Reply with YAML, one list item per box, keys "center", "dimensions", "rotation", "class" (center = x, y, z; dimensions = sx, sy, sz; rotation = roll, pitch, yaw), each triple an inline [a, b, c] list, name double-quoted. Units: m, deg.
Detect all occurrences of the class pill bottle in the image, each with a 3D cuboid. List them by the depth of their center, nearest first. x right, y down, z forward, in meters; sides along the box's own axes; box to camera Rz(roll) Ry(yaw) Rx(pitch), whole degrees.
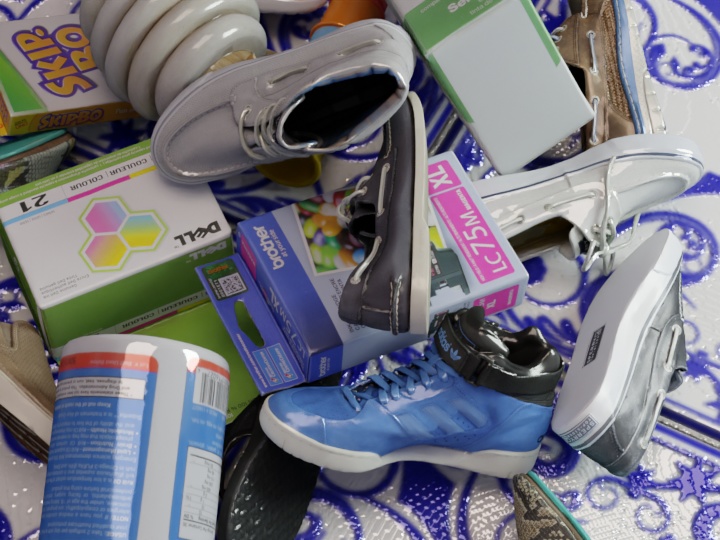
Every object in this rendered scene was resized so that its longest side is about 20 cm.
- center: [-0.146, 0.149, 1.239]
  dimensions: [0.111, 0.112, 0.202]
  rotation: [5, 75, 4]
  class: "pill bottle"

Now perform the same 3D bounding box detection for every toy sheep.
- center: [-0.135, -0.174, 1.415]
  dimensions: [0.138, 0.138, 0.200]
  rotation: [-40, 69, -23]
  class: "toy sheep"

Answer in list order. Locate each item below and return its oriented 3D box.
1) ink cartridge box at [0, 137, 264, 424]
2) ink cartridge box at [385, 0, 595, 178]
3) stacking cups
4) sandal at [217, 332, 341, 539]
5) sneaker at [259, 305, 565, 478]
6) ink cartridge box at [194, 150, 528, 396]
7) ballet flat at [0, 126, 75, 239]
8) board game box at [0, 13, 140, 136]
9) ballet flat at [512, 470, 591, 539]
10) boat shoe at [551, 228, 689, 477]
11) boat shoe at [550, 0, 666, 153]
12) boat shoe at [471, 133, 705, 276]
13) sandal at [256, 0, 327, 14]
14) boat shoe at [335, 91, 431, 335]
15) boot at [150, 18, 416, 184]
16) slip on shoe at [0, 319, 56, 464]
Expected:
- center: [-0.151, 0.019, 1.365]
  dimensions: [0.147, 0.076, 0.201]
  rotation: [-22, 57, -13]
  class: "ink cartridge box"
- center: [0.072, -0.189, 1.424]
  dimensions: [0.087, 0.146, 0.201]
  rotation: [-34, 45, 4]
  class: "ink cartridge box"
- center: [-0.025, -0.154, 1.495]
  dimensions: [0.060, 0.061, 0.201]
  rotation: [15, 53, 11]
  class: "stacking cups"
- center: [-0.060, 0.114, 1.314]
  dimensions: [0.048, 0.076, 0.202]
  rotation: [-7, 46, 31]
  class: "sandal"
- center: [0.038, 0.070, 1.269]
  dimensions: [0.198, 0.112, 0.077]
  rotation: [8, 27, -19]
  class: "sneaker"
- center: [0.000, 0.000, 1.328]
  dimensions: [0.198, 0.042, 0.120]
  rotation: [-20, 59, -16]
  class: "ink cartridge box"
- center: [-0.280, -0.051, 1.406]
  dimensions: [0.069, 0.072, 0.199]
  rotation: [-8, 10, 40]
  class: "ballet flat"
- center: [-0.201, -0.153, 1.478]
  dimensions: [0.198, 0.030, 0.096]
  rotation: [-12, 56, -24]
  class: "board game box"
- center: [0.153, 0.213, 1.243]
  dimensions: [0.200, 0.068, 0.075]
  rotation: [40, 81, 21]
  class: "ballet flat"
- center: [0.192, 0.056, 1.343]
  dimensions: [0.068, 0.072, 0.201]
  rotation: [40, 44, -13]
  class: "boat shoe"
- center: [0.174, -0.158, 1.477]
  dimensions: [0.072, 0.072, 0.201]
  rotation: [-10, 57, -4]
  class: "boat shoe"
- center: [0.155, -0.033, 1.394]
  dimensions: [0.200, 0.075, 0.087]
  rotation: [-13, 57, -3]
  class: "boat shoe"
- center: [-0.125, -0.242, 1.531]
  dimensions: [0.204, 0.060, 0.079]
  rotation: [5, 23, 1]
  class: "sandal"
- center: [0.014, -0.043, 1.290]
  dimensions: [0.062, 0.073, 0.201]
  rotation: [-2, 49, 2]
  class: "boat shoe"
- center: [-0.057, -0.105, 1.310]
  dimensions: [0.199, 0.074, 0.096]
  rotation: [-26, 18, 12]
  class: "boot"
- center: [-0.241, 0.062, 1.343]
  dimensions: [0.061, 0.076, 0.200]
  rotation: [-42, 58, -16]
  class: "slip on shoe"
